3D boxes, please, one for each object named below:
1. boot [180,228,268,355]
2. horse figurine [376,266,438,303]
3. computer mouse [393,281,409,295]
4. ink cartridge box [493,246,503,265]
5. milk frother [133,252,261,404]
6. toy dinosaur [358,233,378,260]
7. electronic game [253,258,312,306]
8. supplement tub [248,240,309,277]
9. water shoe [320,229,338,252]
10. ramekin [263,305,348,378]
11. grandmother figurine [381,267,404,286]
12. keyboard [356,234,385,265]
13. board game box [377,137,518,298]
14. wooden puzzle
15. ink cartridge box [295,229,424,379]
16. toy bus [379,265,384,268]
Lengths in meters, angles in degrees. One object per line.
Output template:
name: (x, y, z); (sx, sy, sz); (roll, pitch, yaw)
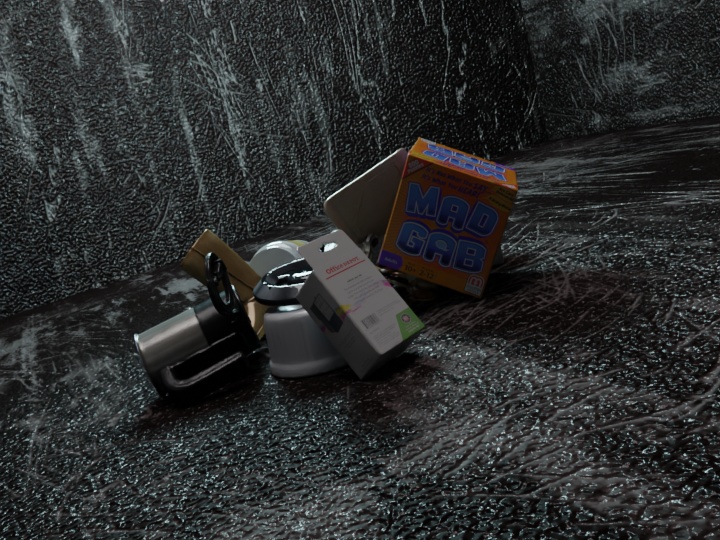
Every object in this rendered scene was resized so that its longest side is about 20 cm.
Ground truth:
boot: (-0.248, 0.044, 1.416); (0.066, 0.198, 0.177); (-46, 10, 44)
horse figurine: (0.098, 0.017, 1.448); (0.129, 0.051, 0.201); (-1, 23, -13)
computer mouse: (0.070, 0.047, 1.501); (0.058, 0.035, 0.198); (-12, 4, 40)
ink cartridge box: (0.188, -0.049, 1.603); (0.195, 0.068, 0.117); (-14, 33, 7)
milk frother: (-0.276, 0.088, 1.253); (0.185, 0.204, 0.180); (-26, 21, -10)
toy dinosaur: (0.000, 0.000, 1.465); (0.089, 0.047, 0.202); (-55, 15, 29)
electronic game: (-0.083, 0.016, 1.286); (0.195, 0.043, 0.200); (-12, 16, 4)
supplement tub: (-0.148, 0.013, 1.583); (0.141, 0.149, 0.200); (-13, 0, 10)
water shoe: (-0.039, -0.016, 1.708); (0.078, 0.072, 0.200); (-32, 33, -4)
ramekin: (-0.065, 0.090, 1.264); (0.195, 0.100, 0.201); (-15, 10, 3)
grandmother figurine: (0.066, 0.011, 1.609); (0.120, 0.062, 0.199); (-18, 10, 41)
keyboard: (0.037, -0.040, 1.558); (0.195, 0.057, 0.011); (-19, 30, 4)
board game box: (0.161, -0.102, 1.410); (0.195, 0.205, 0.200); (18, 20, 4)
wooden puzzle: (0.050, -0.121, 1.547); (0.198, 0.186, 0.037); (-34, 28, 8)
ink cartridge box: (-0.013, 0.045, 1.140); (0.116, 0.201, 0.068); (-24, -21, -47)
toy bus: (0.105, -0.075, 1.798); (0.186, 0.140, 0.200); (6, -8, 4)
